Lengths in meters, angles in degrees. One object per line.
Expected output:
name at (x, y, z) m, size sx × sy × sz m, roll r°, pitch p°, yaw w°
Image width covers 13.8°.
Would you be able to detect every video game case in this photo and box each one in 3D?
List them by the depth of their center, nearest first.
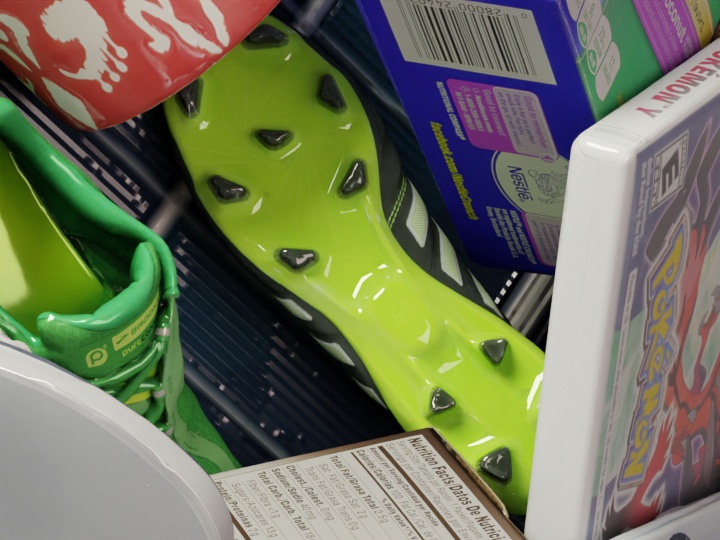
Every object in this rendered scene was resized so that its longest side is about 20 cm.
video game case at (0.104, 0.025, 0.969) m, size 0.182 × 0.023 × 0.201 m, roll -35°, pitch 135°, yaw -55°

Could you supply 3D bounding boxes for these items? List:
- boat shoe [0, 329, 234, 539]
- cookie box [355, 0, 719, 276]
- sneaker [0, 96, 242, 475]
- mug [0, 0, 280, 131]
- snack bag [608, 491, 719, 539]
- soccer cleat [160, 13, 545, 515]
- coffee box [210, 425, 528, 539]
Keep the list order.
boat shoe at (-0.120, 0.036, 0.853) m, size 0.200 × 0.065 × 0.074 m, roll 26°, pitch 115°, yaw 9°
cookie box at (0.081, -0.122, 0.964) m, size 0.171 × 0.075 × 0.200 m, roll 63°, pitch 43°, yaw -55°
sneaker at (-0.088, 0.030, 0.912) m, size 0.074 × 0.083 × 0.200 m, roll -43°, pitch 110°, yaw -25°
mug at (-0.095, -0.163, 0.890) m, size 0.177 × 0.133 × 0.200 m, roll -42°, pitch 112°, yaw -3°
snack bag at (0.087, 0.164, 0.965) m, size 0.200 × 0.021 × 0.189 m, roll -13°, pitch 115°, yaw -58°
soccer cleat at (0.000, 0.000, 0.981) m, size 0.067 × 0.081 × 0.200 m, roll -37°, pitch 84°, yaw -9°
coffee box at (-0.053, 0.132, 0.893) m, size 0.199 × 0.080 × 0.115 m, roll -10°, pitch 122°, yaw -23°
